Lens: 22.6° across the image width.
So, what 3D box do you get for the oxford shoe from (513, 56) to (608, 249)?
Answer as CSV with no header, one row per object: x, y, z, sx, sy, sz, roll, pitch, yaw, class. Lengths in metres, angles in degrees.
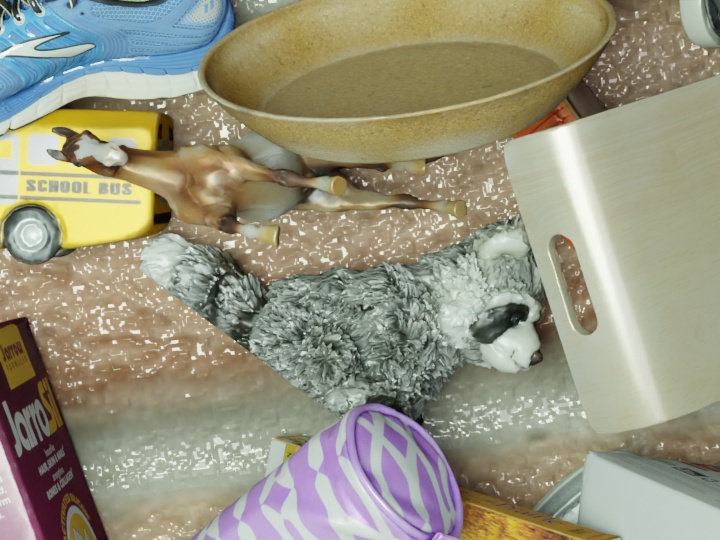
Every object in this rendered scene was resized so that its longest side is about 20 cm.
0.148,-0.034,0.924,0.073,0.071,0.200,-36,91,-21,oxford shoe

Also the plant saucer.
0.024,-0.095,0.862,0.200,0.200,0.036,-8,116,3,plant saucer

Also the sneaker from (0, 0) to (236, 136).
-0.161,-0.125,0.884,0.200,0.079,0.089,-15,138,-14,sneaker

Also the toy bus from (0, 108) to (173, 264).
-0.200,-0.045,0.930,0.199,0.065,0.078,2,94,3,toy bus

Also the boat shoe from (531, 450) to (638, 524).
0.092,0.184,0.931,0.074,0.065,0.202,39,95,0,boat shoe

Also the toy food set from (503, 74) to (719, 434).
0.173,-0.020,0.868,0.200,0.060,0.144,-19,94,-25,toy food set

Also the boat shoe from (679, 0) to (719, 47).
0.199,-0.208,0.887,0.060,0.074,0.201,9,98,38,boat shoe

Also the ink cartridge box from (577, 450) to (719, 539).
0.218,0.150,0.834,0.175,0.200,0.084,8,93,-19,ink cartridge box

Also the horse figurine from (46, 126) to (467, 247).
-0.035,-0.047,0.884,0.132,0.200,0.050,14,109,41,horse figurine

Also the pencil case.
-0.038,0.148,0.871,0.084,0.086,0.200,21,127,-39,pencil case

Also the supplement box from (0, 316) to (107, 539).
-0.193,0.137,0.911,0.103,0.131,0.200,-20,94,4,supplement box

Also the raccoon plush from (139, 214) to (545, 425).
0.000,0.000,0.915,0.200,0.097,0.134,36,87,0,raccoon plush

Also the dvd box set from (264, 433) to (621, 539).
0.026,0.176,0.899,0.200,0.029,0.147,15,96,36,dvd box set
